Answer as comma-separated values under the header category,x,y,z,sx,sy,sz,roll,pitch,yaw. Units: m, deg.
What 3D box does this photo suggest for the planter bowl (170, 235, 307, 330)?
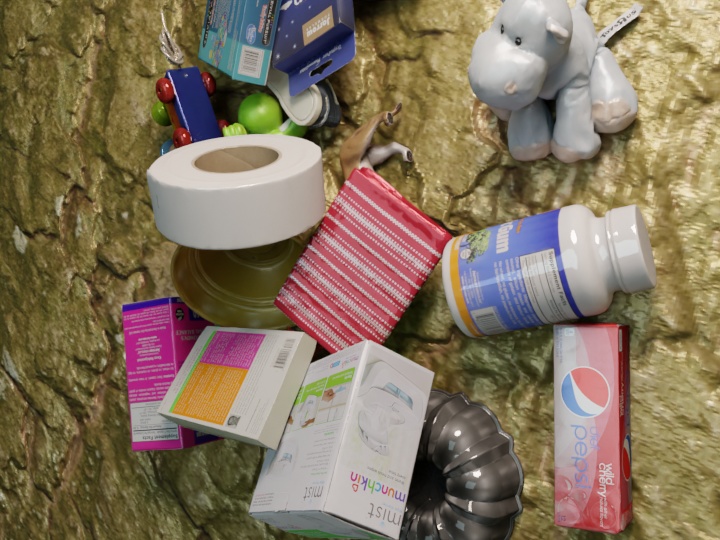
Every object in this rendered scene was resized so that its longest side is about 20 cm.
category,x,y,z,sx,sy,sz,roll,pitch,yaw
planter bowl,-0.140,-0.015,0.933,0.198,0.200,0.084,-27,38,26

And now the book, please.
category,x,y,z,sx,sy,sz,roll,pitch,yaw
book,-0.153,0.135,0.883,0.198,0.048,0.136,0,59,44

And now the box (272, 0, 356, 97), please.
category,x,y,z,sx,sy,sz,roll,pitch,yaw
box,-0.061,-0.328,0.876,0.120,0.032,0.204,-19,70,40

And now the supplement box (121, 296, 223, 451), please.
category,x,y,z,sx,sy,sz,roll,pitch,yaw
supplement box,-0.260,0.143,1.013,0.102,0.101,0.205,-8,84,29

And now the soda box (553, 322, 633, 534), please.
category,x,y,z,sx,sy,sz,roll,pitch,yaw
soda box,0.237,0.156,0.734,0.069,0.063,0.205,-2,86,30

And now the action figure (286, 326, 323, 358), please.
category,x,y,z,sx,sy,sz,roll,pitch,yaw
action figure,-0.001,0.032,0.880,0.198,0.065,0.052,-35,49,17

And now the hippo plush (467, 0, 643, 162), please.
category,x,y,z,sx,sy,sz,roll,pitch,yaw
hippo plush,0.197,-0.206,0.719,0.160,0.160,0.201,47,110,24

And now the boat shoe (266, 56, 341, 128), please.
category,x,y,z,sx,sy,sz,roll,pitch,yaw
boat shoe,-0.085,-0.265,0.948,0.075,0.061,0.201,-51,57,28

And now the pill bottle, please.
category,x,y,z,sx,sy,sz,roll,pitch,yaw
pill bottle,0.193,-0.003,0.740,0.197,0.111,0.114,-15,80,29

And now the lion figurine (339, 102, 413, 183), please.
category,x,y,z,sx,sy,sz,roll,pitch,yaw
lion figurine,0.001,-0.103,0.895,0.121,0.072,0.204,-7,70,40

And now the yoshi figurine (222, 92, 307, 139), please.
category,x,y,z,sx,sy,sz,roll,pitch,yaw
yoshi figurine,-0.162,-0.159,0.965,0.199,0.112,0.113,-40,48,6

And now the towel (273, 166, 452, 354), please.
category,x,y,z,sx,sy,sz,roll,pitch,yaw
towel,0.000,0.000,0.835,0.144,0.022,0.202,37,105,14

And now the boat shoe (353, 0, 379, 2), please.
category,x,y,z,sx,sy,sz,roll,pitch,yaw
boat shoe,-0.011,-0.384,0.906,0.199,0.074,0.077,0,81,31

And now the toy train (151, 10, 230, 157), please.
category,x,y,z,sx,sy,sz,roll,pitch,yaw
toy train,-0.266,-0.248,1.028,0.115,0.084,0.204,-18,91,51

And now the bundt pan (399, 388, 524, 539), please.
category,x,y,z,sx,sy,sz,roll,pitch,yaw
bundt pan,0.081,0.240,0.818,0.198,0.075,0.207,-2,85,31

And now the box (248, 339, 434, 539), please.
category,x,y,z,sx,sy,sz,roll,pitch,yaw
box,-0.027,0.192,0.787,0.199,0.096,0.179,-31,38,55

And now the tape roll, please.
category,x,y,z,sx,sy,sz,roll,pitch,yaw
tape roll,-0.140,-0.097,0.832,0.199,0.202,0.072,14,122,30

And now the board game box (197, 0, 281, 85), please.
category,x,y,z,sx,sy,sz,roll,pitch,yaw
board game box,-0.158,-0.337,0.942,0.200,0.046,0.154,43,122,57
